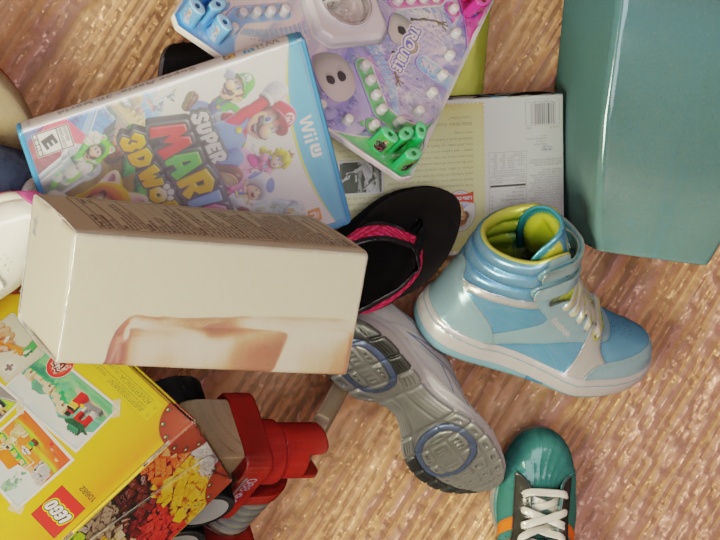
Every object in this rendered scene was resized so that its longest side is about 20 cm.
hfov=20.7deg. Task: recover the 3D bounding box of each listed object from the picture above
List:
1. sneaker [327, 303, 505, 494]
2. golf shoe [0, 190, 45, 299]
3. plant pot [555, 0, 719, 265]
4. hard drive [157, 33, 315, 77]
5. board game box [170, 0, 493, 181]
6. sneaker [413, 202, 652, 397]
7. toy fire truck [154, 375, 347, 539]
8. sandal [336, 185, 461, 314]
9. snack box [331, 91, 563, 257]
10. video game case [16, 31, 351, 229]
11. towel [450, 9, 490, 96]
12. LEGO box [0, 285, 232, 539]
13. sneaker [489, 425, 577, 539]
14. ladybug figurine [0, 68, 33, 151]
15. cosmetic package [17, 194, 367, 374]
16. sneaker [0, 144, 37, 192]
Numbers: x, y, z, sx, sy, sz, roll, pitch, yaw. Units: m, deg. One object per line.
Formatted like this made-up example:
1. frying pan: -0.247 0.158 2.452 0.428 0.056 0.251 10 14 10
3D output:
1. sneaker: 0.049 0.086 1.470 0.074 0.087 0.200 -23 119 27
2. golf shoe: -0.275 0.023 1.285 0.199 0.092 0.075 -31 132 11
3. plant pot: 0.221 -0.113 1.460 0.140 0.141 0.202 7 98 -12
4. hard drive: -0.087 -0.065 1.415 0.134 0.042 0.202 -1 97 27
5. board game box: -0.010 -0.191 1.397 0.199 0.026 0.201 33 54 -11
6. sneaker: 0.152 0.019 1.450 0.198 0.080 0.131 12 131 -24
7. toy fire truck: -0.086 0.144 1.426 0.198 0.176 0.130 2 53 -34
8. sandal: 0.000 0.000 1.385 0.199 0.045 0.076 -25 113 -31
9. snack box: 0.056 -0.070 1.458 0.198 0.037 0.117 -4 99 -21
10. video game case: -0.116 -0.064 1.327 0.198 0.018 0.144 -19 119 -7
11. towel: 0.051 -0.126 1.486 0.085 0.018 0.202 4 93 -17
12. LEGO box: -0.206 0.115 1.291 0.149 0.200 0.077 -43 144 -13
13. sneaker: 0.136 0.222 1.497 0.071 0.080 0.202 4 94 -11
14. ladybug figurine: -0.310 -0.119 1.363 0.135 0.072 0.200 -35 129 23
15. cosmetic package: -0.108 0.010 1.263 0.198 0.103 0.088 5 104 -25
16. sneaker: -0.270 0.000 1.374 0.145 0.081 0.201 16 123 -18
